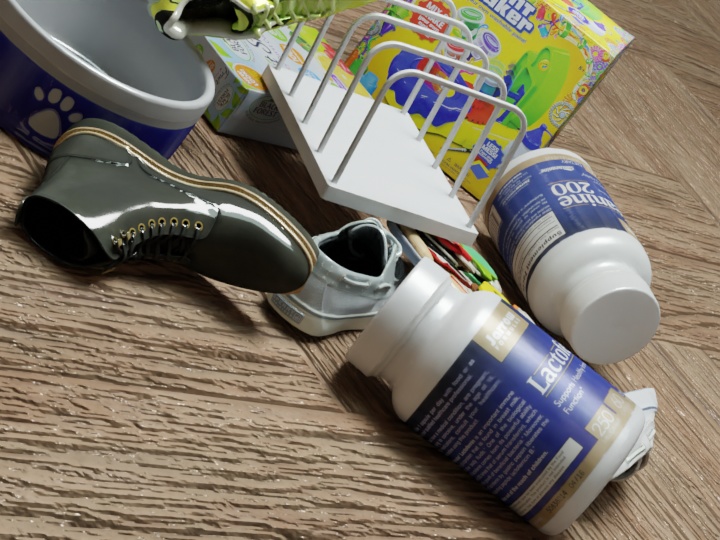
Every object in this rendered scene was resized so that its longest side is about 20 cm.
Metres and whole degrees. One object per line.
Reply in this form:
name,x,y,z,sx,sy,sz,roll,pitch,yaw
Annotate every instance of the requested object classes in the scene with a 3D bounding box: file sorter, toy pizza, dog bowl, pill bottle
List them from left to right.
dog bowl,-0.211,-0.157,1.655,0.200,0.079,0.200,32,22,-14
file sorter,0.029,-0.138,1.767,0.139,0.125,0.200,17,27,-27
toy pizza,0.097,0.019,1.780,0.200,0.032,0.200,46,7,-7
pill bottle,0.094,0.087,1.594,0.200,0.116,0.116,38,21,1
pill bottle,0.188,-0.011,1.950,0.111,0.111,0.200,24,25,-33

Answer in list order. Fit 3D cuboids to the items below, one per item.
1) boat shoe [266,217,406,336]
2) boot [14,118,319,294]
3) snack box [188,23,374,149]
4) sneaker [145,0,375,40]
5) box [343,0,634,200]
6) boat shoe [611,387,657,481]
boat shoe,-0.001,-0.001,1.679,0.070,0.072,0.201,42,20,12
boot,-0.135,-0.017,1.516,0.200,0.078,0.138,24,26,0
snack box,-0.079,-0.167,1.924,0.200,0.053,0.142,10,35,-50
sneaker,-0.066,-0.208,1.703,0.200,0.075,0.076,-8,47,1
box,0.118,-0.202,2.119,0.200,0.193,0.122,39,21,4
boat shoe,0.195,0.133,1.745,0.200,0.073,0.065,-5,79,-70
